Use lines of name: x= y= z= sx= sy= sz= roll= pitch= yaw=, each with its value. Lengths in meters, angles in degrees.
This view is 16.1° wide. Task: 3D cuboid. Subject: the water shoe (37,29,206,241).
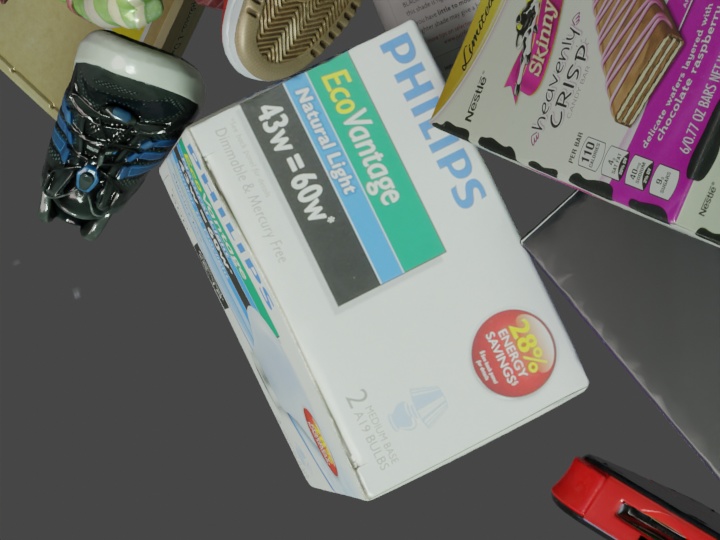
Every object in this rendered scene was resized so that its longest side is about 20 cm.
water shoe: x=-0.130 y=-0.065 z=1.350 sx=0.071 sy=0.079 sz=0.200 roll=20 pitch=165 yaw=-6

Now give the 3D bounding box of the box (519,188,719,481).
box: x=0.173 y=0.044 z=1.193 sx=0.079 sy=0.141 sz=0.200 roll=-41 pitch=79 yaw=8

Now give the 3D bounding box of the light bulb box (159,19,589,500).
light bulb box: x=0.000 y=0.000 z=1.267 sx=0.199 sy=0.124 sz=0.200 roll=64 pitch=171 yaw=0

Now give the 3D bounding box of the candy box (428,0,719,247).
candy box: x=0.123 y=-0.095 z=1.085 sx=0.200 sy=0.061 sz=0.137 roll=27 pitch=95 yaw=59

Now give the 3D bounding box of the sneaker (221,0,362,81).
sneaker: x=-0.044 y=-0.185 z=1.206 sx=0.112 sy=0.071 sz=0.201 roll=11 pitch=72 yaw=38

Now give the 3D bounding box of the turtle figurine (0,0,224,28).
turtle figurine: x=-0.096 y=-0.187 z=1.253 sx=0.144 sy=0.193 sz=0.201 roll=57 pitch=132 yaw=41

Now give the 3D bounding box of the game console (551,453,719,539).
game console: x=0.197 y=0.152 z=1.198 sx=0.199 sy=0.177 sz=0.031 roll=31 pitch=92 yaw=33

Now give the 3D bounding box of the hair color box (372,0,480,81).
hair color box: x=0.045 y=-0.183 z=1.266 sx=0.101 sy=0.061 sz=0.201 roll=-20 pitch=95 yaw=39

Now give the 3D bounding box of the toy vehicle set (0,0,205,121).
toy vehicle set: x=-0.143 y=-0.173 z=1.435 sx=0.124 sy=0.026 sz=0.201 roll=42 pitch=127 yaw=17
